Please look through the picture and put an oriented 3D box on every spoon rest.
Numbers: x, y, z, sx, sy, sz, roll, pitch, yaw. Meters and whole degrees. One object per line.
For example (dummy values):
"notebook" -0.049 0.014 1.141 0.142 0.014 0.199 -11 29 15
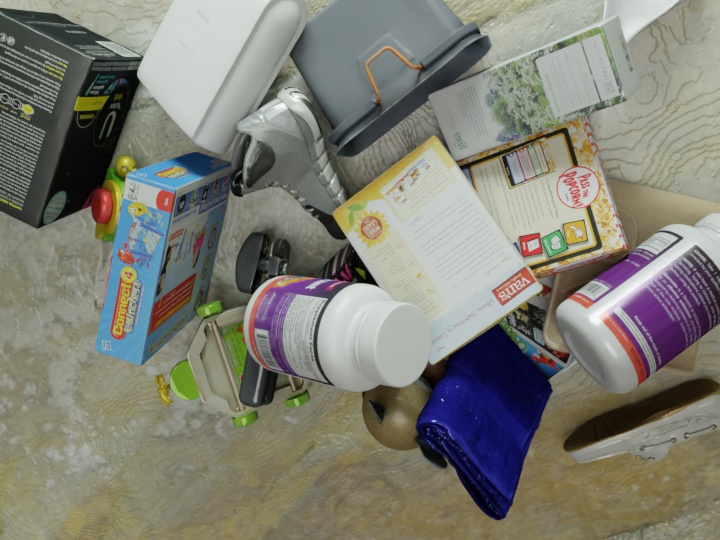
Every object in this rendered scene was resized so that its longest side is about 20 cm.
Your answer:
"spoon rest" 0.284 -0.281 0.833 0.099 0.061 0.201 26 108 -1

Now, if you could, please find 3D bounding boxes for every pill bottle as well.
"pill bottle" -0.025 0.067 0.834 0.199 0.111 0.112 6 111 46
"pill bottle" 0.310 0.030 0.816 0.199 0.112 0.113 -35 99 -4

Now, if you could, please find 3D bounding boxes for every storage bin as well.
"storage bin" 0.019 -0.236 0.845 0.200 0.146 0.135 -37 88 15

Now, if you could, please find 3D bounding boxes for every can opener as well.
"can opener" -0.122 0.057 0.932 0.066 0.053 0.202 10 89 16

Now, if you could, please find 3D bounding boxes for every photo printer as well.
"photo printer" -0.148 -0.252 0.850 0.166 0.069 0.201 47 111 36

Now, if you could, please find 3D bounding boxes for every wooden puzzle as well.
"wooden puzzle" 0.308 0.005 0.896 0.184 0.046 0.202 11 89 -6

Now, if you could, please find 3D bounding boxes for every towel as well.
"towel" 0.147 0.152 0.875 0.049 0.200 0.148 -27 109 39

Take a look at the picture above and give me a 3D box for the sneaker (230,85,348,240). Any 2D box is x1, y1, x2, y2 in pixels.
"sneaker" -0.085 -0.098 0.882 0.115 0.075 0.201 -30 127 -10

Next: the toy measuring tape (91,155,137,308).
"toy measuring tape" -0.295 -0.039 0.960 0.073 0.074 0.202 13 104 3

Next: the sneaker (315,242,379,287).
"sneaker" 0.000 0.000 0.928 0.074 0.087 0.200 42 104 -4

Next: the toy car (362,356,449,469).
"toy car" 0.059 0.143 0.904 0.164 0.200 0.158 38 106 -5

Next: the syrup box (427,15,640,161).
"syrup box" 0.180 -0.188 0.828 0.199 0.081 0.079 -16 104 34

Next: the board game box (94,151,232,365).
"board game box" -0.216 -0.022 0.891 0.055 0.200 0.197 17 106 4

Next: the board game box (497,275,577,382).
"board game box" 0.207 0.023 0.939 0.126 0.035 0.200 -40 97 14

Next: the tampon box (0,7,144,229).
"tampon box" -0.355 -0.174 0.892 0.125 0.150 0.201 25 107 0

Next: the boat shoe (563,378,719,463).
"boat shoe" 0.349 0.201 0.952 0.199 0.071 0.070 -23 100 11

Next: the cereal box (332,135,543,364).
"cereal box" 0.081 -0.021 0.844 0.143 0.040 0.201 -35 82 13

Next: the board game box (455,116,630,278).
"board game box" 0.175 -0.064 0.866 0.199 0.046 0.153 -17 80 23

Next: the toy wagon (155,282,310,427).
"toy wagon" -0.153 0.110 0.964 0.199 0.040 0.156 -19 97 -13
